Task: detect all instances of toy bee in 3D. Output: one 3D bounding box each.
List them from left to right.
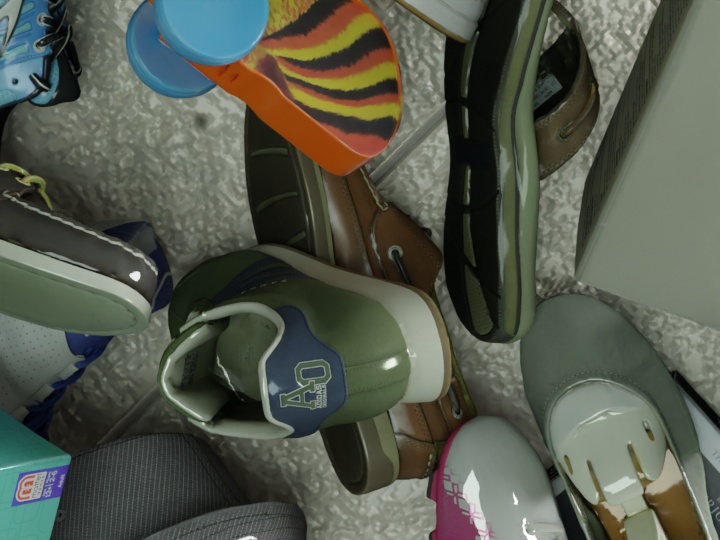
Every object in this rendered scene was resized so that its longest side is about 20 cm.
[{"bbox_3d":[-0.060,-0.130,0.777,0.200,0.131,0.109,35,69,-33],"label":"toy bee"}]

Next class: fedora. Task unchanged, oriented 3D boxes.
[{"bbox_3d":[-0.123,0.144,0.889,0.200,0.177,0.090,-44,65,27],"label":"fedora"}]

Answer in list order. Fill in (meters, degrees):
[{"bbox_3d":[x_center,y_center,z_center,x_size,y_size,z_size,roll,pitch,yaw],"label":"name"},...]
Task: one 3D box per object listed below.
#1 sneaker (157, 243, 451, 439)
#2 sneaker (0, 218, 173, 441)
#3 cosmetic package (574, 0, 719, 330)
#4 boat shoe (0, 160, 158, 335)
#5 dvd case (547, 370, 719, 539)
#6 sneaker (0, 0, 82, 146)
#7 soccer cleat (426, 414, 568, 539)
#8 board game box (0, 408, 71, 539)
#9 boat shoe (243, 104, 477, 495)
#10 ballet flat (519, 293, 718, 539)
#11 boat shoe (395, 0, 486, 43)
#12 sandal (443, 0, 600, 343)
[{"bbox_3d":[-0.053,0.031,0.808,0.090,0.200,0.067,-14,102,-32],"label":"sneaker"},{"bbox_3d":[-0.168,0.055,0.903,0.199,0.081,0.115,-20,104,19],"label":"sneaker"},{"bbox_3d":[0.158,-0.089,0.780,0.073,0.104,0.200,19,120,-1],"label":"cosmetic package"},{"bbox_3d":[-0.173,-0.024,0.815,0.201,0.072,0.061,15,63,20],"label":"boat shoe"},{"bbox_3d":[0.125,0.165,0.911,0.200,0.025,0.150,-41,95,16],"label":"dvd case"},{"bbox_3d":[-0.149,-0.118,0.847,0.090,0.078,0.200,41,115,8],"label":"sneaker"},{"bbox_3d":[0.089,0.160,0.855,0.086,0.070,0.200,8,117,44],"label":"soccer cleat"},{"bbox_3d":[-0.220,0.106,0.821,0.200,0.045,0.152,28,110,35],"label":"board game box"},{"bbox_3d":[0.000,0.000,0.870,0.068,0.072,0.200,-15,92,-22],"label":"boat shoe"},{"bbox_3d":[0.128,0.106,0.849,0.067,0.064,0.200,-21,100,13],"label":"ballet flat"},{"bbox_3d":[-0.007,-0.186,0.810,0.069,0.071,0.200,-43,87,8],"label":"boat shoe"},{"bbox_3d":[0.075,-0.067,0.842,0.057,0.080,0.201,-3,108,-18],"label":"sandal"}]
